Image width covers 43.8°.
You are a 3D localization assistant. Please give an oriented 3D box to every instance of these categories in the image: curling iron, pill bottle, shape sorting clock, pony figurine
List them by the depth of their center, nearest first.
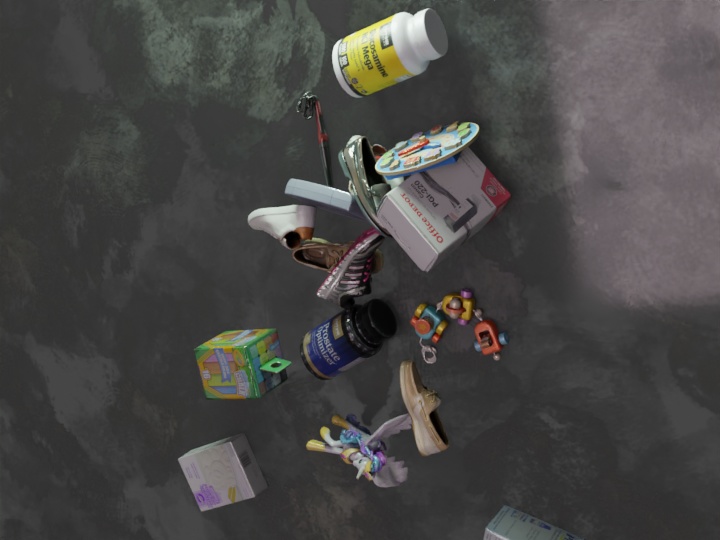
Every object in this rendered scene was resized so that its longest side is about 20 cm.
[{"bbox_3d":[0.117,-0.220,1.595,0.197,0.201,0.040,-9,119,33],"label":"shape sorting clock"},{"bbox_3d":[0.055,-0.398,1.630,0.198,0.112,0.114,-16,96,34],"label":"pill bottle"},{"bbox_3d":[-0.085,-0.259,1.808,0.049,0.026,0.203,-16,101,-4],"label":"curling iron"},{"bbox_3d":[-0.023,0.138,1.842,0.199,0.111,0.113,-33,86,34],"label":"pill bottle"},{"bbox_3d":[0.014,0.369,1.864,0.199,0.191,0.170,23,114,45],"label":"pony figurine"}]

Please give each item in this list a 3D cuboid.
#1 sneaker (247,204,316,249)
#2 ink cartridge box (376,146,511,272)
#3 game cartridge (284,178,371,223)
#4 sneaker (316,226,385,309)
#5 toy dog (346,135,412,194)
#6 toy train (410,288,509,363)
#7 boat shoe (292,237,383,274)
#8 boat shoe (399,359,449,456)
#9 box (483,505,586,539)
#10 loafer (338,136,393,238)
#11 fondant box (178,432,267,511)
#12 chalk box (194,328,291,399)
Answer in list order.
[{"bbox_3d":[-0.170,-0.086,1.862,0.198,0.072,0.086,-3,83,48],"label":"sneaker"},{"bbox_3d":[0.147,-0.116,1.600,0.146,0.199,0.085,48,157,9],"label":"ink cartridge box"},{"bbox_3d":[-0.051,-0.134,1.737,0.198,0.132,0.042,18,93,45],"label":"game cartridge"},{"bbox_3d":[0.000,0.000,1.763,0.087,0.074,0.201,37,116,-4],"label":"sneaker"},{"bbox_3d":[0.041,-0.176,1.716,0.197,0.096,0.134,21,114,25],"label":"toy dog"},{"bbox_3d":[0.182,0.121,1.745,0.198,0.055,0.153,-16,96,34],"label":"toy train"},{"bbox_3d":[-0.047,-0.022,1.836,0.197,0.064,0.073,6,108,29],"label":"boat shoe"},{"bbox_3d":[0.133,0.273,1.818,0.068,0.074,0.203,-14,98,22],"label":"boat shoe"},{"bbox_3d":[0.337,0.598,1.764,0.197,0.105,0.187,19,113,27],"label":"box"},{"bbox_3d":[0.023,-0.156,1.648,0.063,0.071,0.202,-42,66,33],"label":"loafer"},{"bbox_3d":[-0.335,0.491,2.176,0.198,0.058,0.146,-23,92,36],"label":"fondant box"},{"bbox_3d":[-0.249,0.207,1.997,0.197,0.124,0.126,-7,102,32],"label":"chalk box"}]
